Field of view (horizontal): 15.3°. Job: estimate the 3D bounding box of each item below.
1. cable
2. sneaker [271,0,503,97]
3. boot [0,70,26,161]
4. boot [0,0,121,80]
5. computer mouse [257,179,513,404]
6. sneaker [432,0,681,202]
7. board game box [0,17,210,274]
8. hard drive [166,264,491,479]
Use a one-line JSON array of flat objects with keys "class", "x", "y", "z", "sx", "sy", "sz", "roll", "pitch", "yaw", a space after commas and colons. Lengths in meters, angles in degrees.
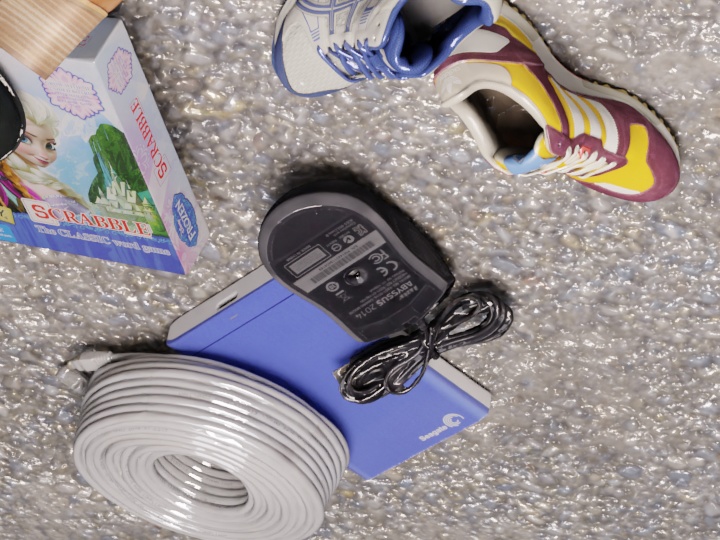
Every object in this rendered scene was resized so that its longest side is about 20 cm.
[{"class": "cable", "x": -0.112, "y": 0.133, "z": 1.968, "sx": 0.200, "sy": 0.069, "sz": 0.200, "roll": -7, "pitch": 141, "yaw": 36}, {"class": "sneaker", "x": 0.012, "y": -0.150, "z": 1.630, "sx": 0.075, "sy": 0.088, "sz": 0.200, "roll": 32, "pitch": 136, "yaw": -26}, {"class": "boot", "x": -0.256, "y": -0.112, "z": 1.560, "sx": 0.073, "sy": 0.162, "sz": 0.198, "roll": -44, "pitch": 120, "yaw": -2}, {"class": "boot", "x": -0.211, "y": -0.226, "z": 1.552, "sx": 0.200, "sy": 0.155, "sz": 0.077, "roll": 35, "pitch": 179, "yaw": 1}, {"class": "computer mouse", "x": 0.000, "y": 0.000, "z": 1.828, "sx": 0.138, "sy": 0.053, "sz": 0.200, "roll": -28, "pitch": 131, "yaw": 18}, {"class": "sneaker", "x": 0.120, "y": -0.083, "z": 1.682, "sx": 0.200, "sy": 0.090, "sz": 0.075, "roll": 33, "pitch": 134, "yaw": -25}, {"class": "board game box", "x": -0.216, "y": -0.090, "z": 1.737, "sx": 0.200, "sy": 0.041, "sz": 0.200, "roll": 10, "pitch": 142, "yaw": 27}, {"class": "hard drive", "x": -0.022, "y": 0.072, "z": 1.938, "sx": 0.200, "sy": 0.025, "sz": 0.132, "roll": 36, "pitch": 133, "yaw": -27}]
